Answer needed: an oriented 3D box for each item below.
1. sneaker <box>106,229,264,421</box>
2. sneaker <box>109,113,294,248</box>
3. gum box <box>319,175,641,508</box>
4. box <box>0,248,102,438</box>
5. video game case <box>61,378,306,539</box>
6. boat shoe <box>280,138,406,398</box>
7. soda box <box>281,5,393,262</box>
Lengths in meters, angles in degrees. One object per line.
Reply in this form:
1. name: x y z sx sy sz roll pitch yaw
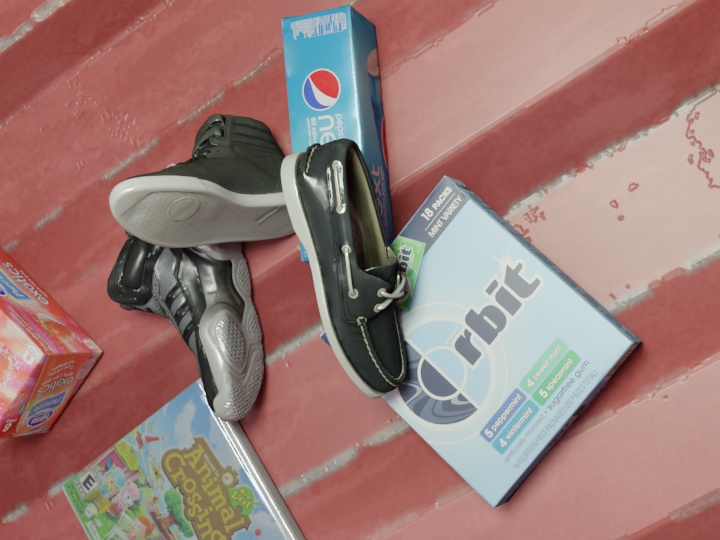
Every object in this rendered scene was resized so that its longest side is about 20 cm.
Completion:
1. sneaker: -0.153 0.038 1.061 0.112 0.075 0.203 -15 76 21
2. sneaker: -0.133 -0.079 1.004 0.071 0.198 0.100 -48 60 35
3. gum box: 0.092 0.055 0.975 0.200 0.044 0.171 43 103 19
4. box: -0.350 0.050 1.125 0.200 0.094 0.103 42 103 18
5. video game case: -0.152 0.227 1.076 0.181 0.022 0.201 -37 75 16
6. boat shoe: 0.000 0.000 0.931 0.060 0.076 0.202 -15 105 28
7. soda box: -0.017 -0.109 1.014 0.063 0.068 0.203 -6 85 19
